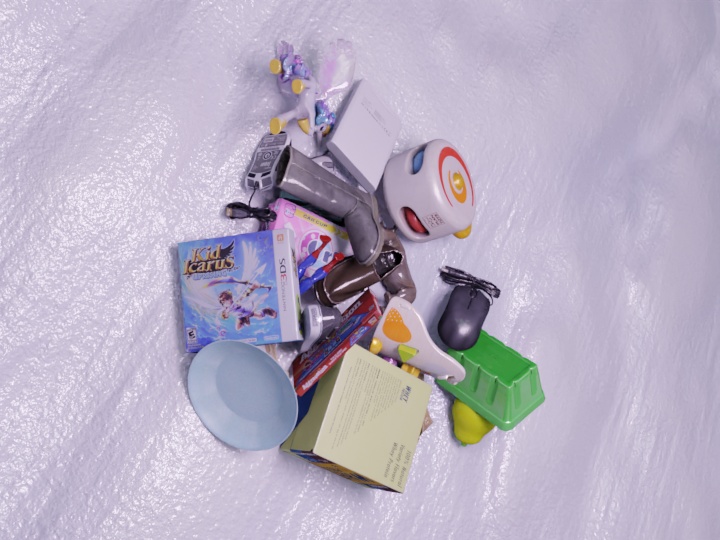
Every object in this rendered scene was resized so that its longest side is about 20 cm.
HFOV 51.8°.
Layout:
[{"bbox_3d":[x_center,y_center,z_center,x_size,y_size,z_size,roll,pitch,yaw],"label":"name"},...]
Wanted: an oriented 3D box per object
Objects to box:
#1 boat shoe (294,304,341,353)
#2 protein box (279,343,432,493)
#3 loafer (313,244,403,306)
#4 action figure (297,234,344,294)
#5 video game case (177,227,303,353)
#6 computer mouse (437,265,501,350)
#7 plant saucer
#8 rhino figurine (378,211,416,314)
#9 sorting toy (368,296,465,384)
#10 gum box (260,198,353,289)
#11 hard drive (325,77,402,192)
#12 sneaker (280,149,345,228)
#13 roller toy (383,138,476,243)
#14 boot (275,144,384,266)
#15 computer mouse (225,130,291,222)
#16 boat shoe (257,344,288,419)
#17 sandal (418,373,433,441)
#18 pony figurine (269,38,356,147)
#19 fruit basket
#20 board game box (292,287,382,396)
[{"bbox_3d":[-0.074,0.095,1.274,0.065,0.200,0.072,-4,74,-15],"label":"boat shoe"},{"bbox_3d":[-0.006,0.264,1.333,0.198,0.134,0.202,30,67,-25],"label":"protein box"},{"bbox_3d":[0.000,0.000,1.339,0.198,0.071,0.074,-32,102,-33],"label":"loafer"},{"bbox_3d":[-0.124,0.028,1.268,0.066,0.200,0.098,50,23,14],"label":"action figure"},{"bbox_3d":[-0.199,0.034,1.230,0.195,0.045,0.186,-7,83,8],"label":"video game case"},{"bbox_3d":[0.211,0.071,1.496,0.136,0.053,0.202,21,48,3],"label":"computer mouse"},{"bbox_3d":[-0.187,0.198,1.215,0.204,0.198,0.039,58,27,-10],"label":"plant saucer"},{"bbox_3d":[0.058,-0.017,1.467,0.086,0.059,0.205,-12,87,-35],"label":"rhino figurine"},{"bbox_3d":[0.109,0.153,1.364,0.177,0.200,0.108,29,78,7],"label":"sorting toy"},{"bbox_3d":[-0.098,-0.039,1.364,0.197,0.066,0.116,24,71,-28],"label":"gum box"},{"bbox_3d":[0.012,-0.269,1.464,0.132,0.026,0.203,44,48,-26],"label":"hard drive"},{"bbox_3d":[-0.054,-0.166,1.409,0.197,0.077,0.143,21,67,-34],"label":"sneaker"},{"bbox_3d":[0.144,-0.156,1.470,0.181,0.138,0.205,-8,83,-55],"label":"roller toy"},{"bbox_3d":[-0.055,-0.114,1.288,0.198,0.072,0.184,31,31,-34],"label":"boot"},{"bbox_3d":[-0.166,-0.167,1.333,0.044,0.107,0.203,52,48,-44],"label":"computer mouse"},{"bbox_3d":[-0.155,0.192,1.284,0.067,0.074,0.205,-21,96,-32],"label":"boat shoe"},{"bbox_3d":[0.114,0.276,1.445,0.068,0.077,0.217,19,67,-22],"label":"sandal"},{"bbox_3d":[-0.100,-0.330,1.356,0.199,0.162,0.199,-17,108,-70],"label":"pony figurine"},{"bbox_3d":[0.252,0.251,1.496,0.154,0.214,0.220,-28,97,-32],"label":"fruit basket"},{"bbox_3d":[-0.044,0.122,1.292,0.019,0.103,0.200,42,100,-19],"label":"board game box"}]
